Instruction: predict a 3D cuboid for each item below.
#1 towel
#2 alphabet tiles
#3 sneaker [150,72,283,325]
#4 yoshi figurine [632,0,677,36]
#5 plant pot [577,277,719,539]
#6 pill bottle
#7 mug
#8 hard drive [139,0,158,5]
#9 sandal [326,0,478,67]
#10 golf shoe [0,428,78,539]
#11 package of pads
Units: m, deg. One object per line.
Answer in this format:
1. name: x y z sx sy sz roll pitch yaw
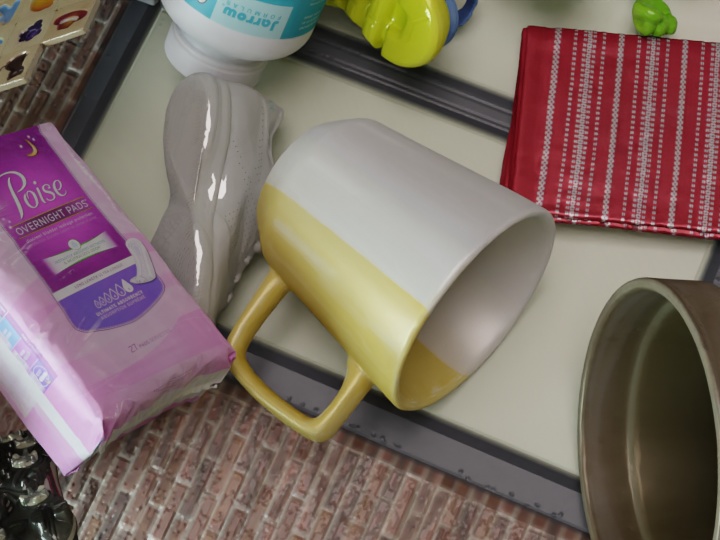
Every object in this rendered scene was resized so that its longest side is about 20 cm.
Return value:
1. towel: 0.197 -0.090 1.062 0.199 0.022 0.145 7 71 3
2. alphabet tiles: -0.230 -0.178 1.057 0.166 0.006 0.200 -13 42 26
3. sneaker: -0.087 -0.023 1.037 0.088 0.075 0.201 12 85 -38
4. yoshi figurine: 0.182 -0.220 1.058 0.199 0.112 0.113 -8 71 3
5. plant pot: 0.242 0.105 0.923 0.173 0.200 0.201 1 71 -13
6. pill bottle: -0.064 -0.214 1.025 0.110 0.200 0.111 17 38 -14
7. mug: 0.005 -0.008 0.981 0.153 0.150 0.186 38 54 22
8. hard drive: -0.119 -0.274 1.045 0.025 0.200 0.132 20 74 -4
9. sandal: 0.007 -0.214 1.095 0.087 0.080 0.200 -21 59 -43
10. golf shoe: -0.204 0.157 0.940 0.077 0.200 0.088 -20 110 -11
11. package of pads: -0.180 0.012 0.949 0.200 0.076 0.120 51 40 9
